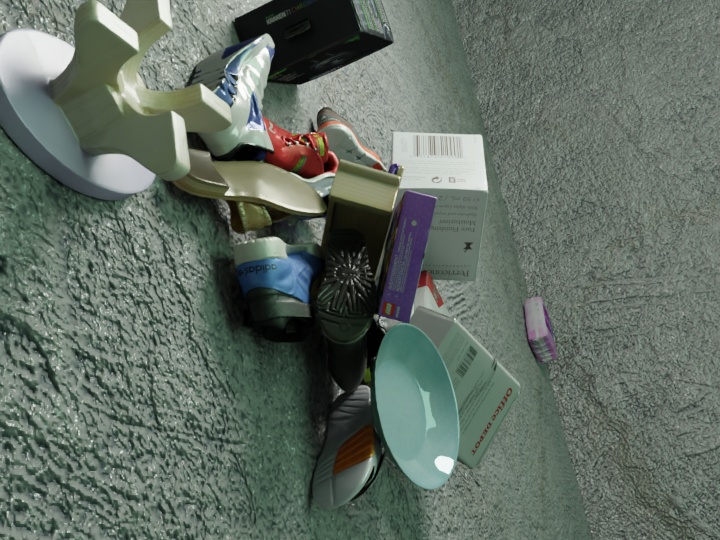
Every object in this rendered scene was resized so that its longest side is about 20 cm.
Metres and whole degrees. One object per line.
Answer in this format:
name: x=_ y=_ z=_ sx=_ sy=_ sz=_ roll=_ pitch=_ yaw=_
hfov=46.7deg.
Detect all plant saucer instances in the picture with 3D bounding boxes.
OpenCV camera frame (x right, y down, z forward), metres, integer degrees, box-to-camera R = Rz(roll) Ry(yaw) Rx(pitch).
plant saucer: x=0.060 y=0.169 z=1.035 sx=0.200 sy=0.038 sz=0.205 roll=32 pitch=50 yaw=-48

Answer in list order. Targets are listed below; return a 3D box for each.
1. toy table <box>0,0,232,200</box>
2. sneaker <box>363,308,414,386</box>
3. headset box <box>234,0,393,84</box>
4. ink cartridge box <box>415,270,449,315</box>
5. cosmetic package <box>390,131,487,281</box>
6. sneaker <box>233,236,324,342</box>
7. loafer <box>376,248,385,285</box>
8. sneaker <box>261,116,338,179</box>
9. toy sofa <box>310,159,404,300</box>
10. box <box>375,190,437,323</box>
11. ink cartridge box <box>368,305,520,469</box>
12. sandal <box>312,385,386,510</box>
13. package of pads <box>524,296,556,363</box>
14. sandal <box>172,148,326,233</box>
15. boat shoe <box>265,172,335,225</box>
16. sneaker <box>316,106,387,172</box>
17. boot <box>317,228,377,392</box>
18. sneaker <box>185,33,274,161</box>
toy table: x=-0.202 y=-0.146 z=0.700 sx=0.199 sy=0.115 sz=0.188 roll=10 pitch=63 yaw=-69
sneaker: x=0.033 y=0.076 z=1.218 sx=0.083 sy=0.070 sz=0.203 roll=56 pitch=32 yaw=-48
headset box: x=-0.063 y=-0.345 z=1.198 sx=0.095 sy=0.171 sz=0.200 roll=69 pitch=18 yaw=-4
ink cartridge box: x=0.096 y=0.125 z=1.349 sx=0.202 sy=0.081 sz=0.148 roll=-80 pitch=148 yaw=-54
cosmetic package: x=0.128 y=-0.111 z=1.456 sx=0.167 sy=0.161 sz=0.203 roll=-87 pitch=177 yaw=-48
sneaker: x=-0.084 y=0.027 z=0.955 sx=0.200 sy=0.075 sz=0.114 roll=11 pitch=70 yaw=-78
loafer: x=0.000 y=0.000 z=1.233 sx=0.073 sy=0.072 sz=0.201 roll=60 pitch=20 yaw=-20
sneaker: x=-0.086 y=-0.164 z=1.104 sx=0.199 sy=0.083 sz=0.079 roll=25 pitch=48 yaw=-67
toy sofa: x=-0.006 y=-0.049 z=1.070 sx=0.202 sy=0.081 sz=0.099 roll=103 pitch=2 yaw=-48
box: x=0.049 y=-0.012 z=0.989 sx=0.200 sy=0.038 sz=0.140 roll=120 pitch=-17 yaw=-88
ink cartridge box: x=0.124 y=0.169 z=1.195 sx=0.200 sy=0.082 sz=0.148 roll=43 pitch=75 yaw=-38
sandal: x=-0.003 y=0.218 z=1.004 sx=0.060 sy=0.078 sz=0.208 roll=60 pitch=19 yaw=-23
package of pads: x=0.606 y=0.199 z=2.818 sx=0.202 sy=0.074 sz=0.122 roll=-85 pitch=152 yaw=-50
sandal: x=-0.135 y=-0.077 z=0.927 sx=0.209 sy=0.070 sz=0.078 roll=10 pitch=39 yaw=-47
boat shoe: x=-0.058 y=-0.086 z=1.111 sx=0.062 sy=0.073 sz=0.199 roll=44 pitch=18 yaw=18
sneaker: x=-0.011 y=-0.199 z=1.379 sx=0.200 sy=0.076 sz=0.083 roll=51 pitch=20 yaw=-50
boot: x=-0.020 y=0.076 z=1.004 sx=0.184 sy=0.071 sz=0.203 roll=-83 pitch=-178 yaw=-48
sneaker: x=-0.146 y=-0.187 z=0.979 sx=0.201 sy=0.079 sz=0.117 roll=-71 pitch=144 yaw=-51
